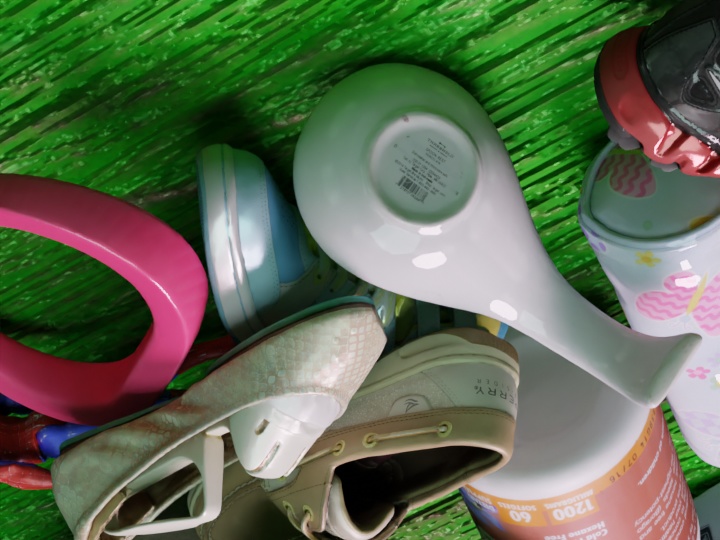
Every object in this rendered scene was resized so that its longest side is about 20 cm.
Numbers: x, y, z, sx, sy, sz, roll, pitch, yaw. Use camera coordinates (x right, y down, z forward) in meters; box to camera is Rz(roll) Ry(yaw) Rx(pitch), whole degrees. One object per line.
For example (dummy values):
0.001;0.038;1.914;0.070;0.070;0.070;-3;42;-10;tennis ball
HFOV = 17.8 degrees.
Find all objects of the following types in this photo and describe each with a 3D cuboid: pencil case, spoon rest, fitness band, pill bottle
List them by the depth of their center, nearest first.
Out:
0.058;-0.011;1.032;0.200;0.100;0.061;39;167;-3;spoon rest
-0.147;0.011;1.063;0.143;0.038;0.200;23;151;-8;fitness band
0.172;0.013;1.108;0.090;0.083;0.200;-22;136;11;pencil case
0.115;0.120;1.199;0.112;0.113;0.200;-14;137;11;pill bottle

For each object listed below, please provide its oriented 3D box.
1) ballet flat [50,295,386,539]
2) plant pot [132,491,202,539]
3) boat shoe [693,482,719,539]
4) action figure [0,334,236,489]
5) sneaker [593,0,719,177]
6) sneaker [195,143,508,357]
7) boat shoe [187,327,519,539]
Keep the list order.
-0.060;0.079;1.061;0.200;0.063;0.067;-29;153;30;ballet flat
-0.084;0.185;1.221;0.199;0.200;0.135;-7;103;3;plant pot
0.216;0.158;1.295;0.199;0.074;0.065;-20;146;27;boat shoe
-0.145;0.080;1.166;0.199;0.066;0.052;-13;134;7;action figure
0.203;-0.065;0.993;0.200;0.071;0.098;23;142;-22;sneaker
0.000;0.000;1.084;0.130;0.080;0.200;-12;144;6;sneaker
-0.007;0.097;1.091;0.074;0.067;0.200;26;133;-36;boat shoe
